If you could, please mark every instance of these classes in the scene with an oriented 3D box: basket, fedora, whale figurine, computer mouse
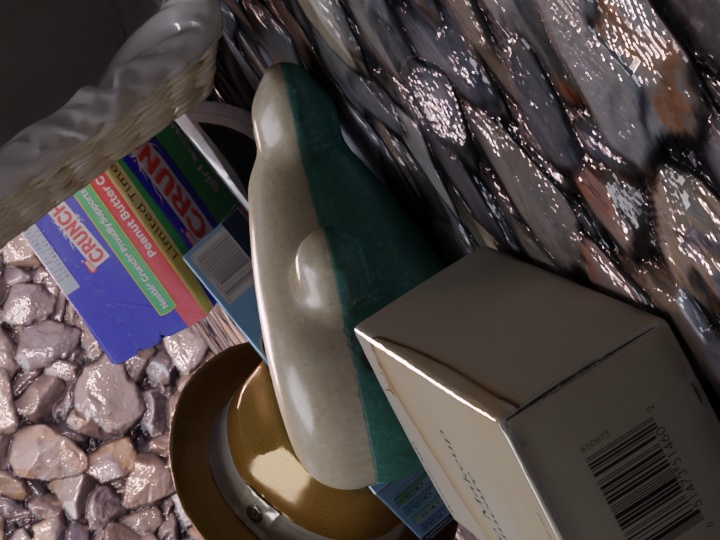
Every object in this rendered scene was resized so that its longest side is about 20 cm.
[{"bbox_3d":[-0.192,-0.123,1.077,0.201,0.198,0.161,54,175,7],"label":"basket"},{"bbox_3d":[-0.022,0.110,1.402,0.201,0.200,0.082,52,144,21],"label":"fedora"},{"bbox_3d":[0.000,0.000,1.062,0.159,0.103,0.202,95,164,-80],"label":"whale figurine"},{"bbox_3d":[-0.032,-0.028,1.269,0.200,0.044,0.110,51,178,-12],"label":"computer mouse"}]

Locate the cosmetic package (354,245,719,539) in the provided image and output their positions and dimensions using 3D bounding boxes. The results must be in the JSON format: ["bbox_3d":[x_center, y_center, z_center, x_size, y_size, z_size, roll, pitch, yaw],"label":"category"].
[{"bbox_3d":[0.072,0.062,0.853,0.104,0.073,0.200,61,170,-13],"label":"cosmetic package"}]

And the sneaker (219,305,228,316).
[{"bbox_3d":[-0.094,-0.027,1.583,0.200,0.076,0.115,48,172,-28],"label":"sneaker"}]

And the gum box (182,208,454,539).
[{"bbox_3d":[-0.013,0.066,1.263,0.170,0.044,0.200,50,178,16],"label":"gum box"}]

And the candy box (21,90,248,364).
[{"bbox_3d":[-0.139,-0.060,1.347,0.170,0.077,0.200,56,-157,-11],"label":"candy box"}]
